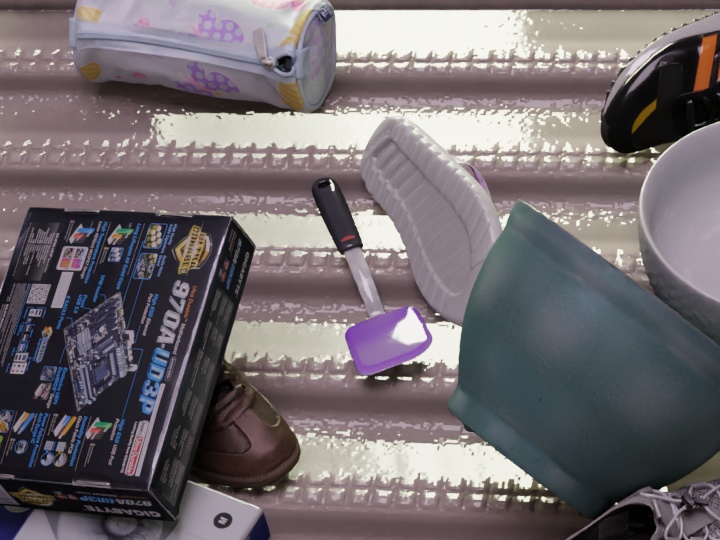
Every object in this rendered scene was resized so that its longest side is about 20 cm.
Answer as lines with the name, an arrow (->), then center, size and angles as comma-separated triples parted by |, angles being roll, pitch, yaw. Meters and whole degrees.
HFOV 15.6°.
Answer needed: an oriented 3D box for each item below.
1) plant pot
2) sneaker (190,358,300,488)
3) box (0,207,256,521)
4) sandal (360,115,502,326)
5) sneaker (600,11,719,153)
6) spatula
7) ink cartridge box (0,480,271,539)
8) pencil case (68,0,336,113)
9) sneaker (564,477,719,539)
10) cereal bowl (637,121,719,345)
plant pot -> 0.138, 0.069, 1.639 | 0.200, 0.200, 0.134 | 39, 92, 36
sneaker -> -0.123, 0.072, 1.748 | 0.199, 0.076, 0.070 | 32, 62, 33
box -> -0.169, 0.056, 1.704 | 0.158, 0.046, 0.201 | 2, 62, 25
sandal -> 0.063, -0.039, 1.822 | 0.050, 0.083, 0.203 | 14, 33, -36
sneaker -> 0.265, -0.132, 1.851 | 0.199, 0.070, 0.090 | -29, 47, -17
spatula -> 0.000, 0.000, 1.823 | 0.056, 0.021, 0.201 | -19, 48, -3
ink cartridge box -> -0.188, 0.203, 1.669 | 0.199, 0.041, 0.200 | 16, 54, 24
pencil case -> -0.115, -0.168, 1.952 | 0.199, 0.084, 0.091 | 10, 30, 21
sneaker -> 0.196, 0.164, 1.596 | 0.199, 0.082, 0.075 | -27, 49, -12
cereal bowl -> 0.279, -0.010, 1.725 | 0.198, 0.084, 0.201 | -2, 44, 2
